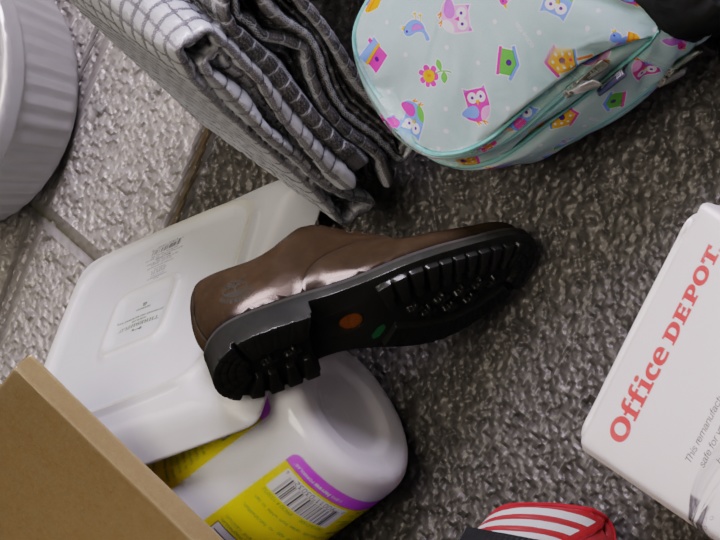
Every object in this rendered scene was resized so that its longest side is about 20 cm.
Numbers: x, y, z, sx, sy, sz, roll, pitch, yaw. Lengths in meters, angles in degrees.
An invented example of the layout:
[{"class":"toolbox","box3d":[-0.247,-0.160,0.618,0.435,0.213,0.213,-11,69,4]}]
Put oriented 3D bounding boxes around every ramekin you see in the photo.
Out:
[{"class":"ramekin","box3d":[-0.268,-0.116,1.756,0.201,0.094,0.204,-5,81,35]}]

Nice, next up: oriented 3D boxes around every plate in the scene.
[{"class":"plate","box3d":[-0.120,0.035,1.601,0.199,0.032,0.201,-22,35,34]}]

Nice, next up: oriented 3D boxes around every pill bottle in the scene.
[{"class":"pill bottle","box3d":[-0.074,0.131,1.582,0.200,0.104,0.105,-38,65,26]}]

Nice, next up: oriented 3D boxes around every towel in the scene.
[{"class":"towel","box3d":[-0.069,-0.128,1.543,0.086,0.200,0.165,-50,47,-3]}]

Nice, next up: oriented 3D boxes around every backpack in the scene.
[{"class":"backpack","box3d":[0.094,-0.143,1.480,0.200,0.126,0.168,-39,67,29]}]

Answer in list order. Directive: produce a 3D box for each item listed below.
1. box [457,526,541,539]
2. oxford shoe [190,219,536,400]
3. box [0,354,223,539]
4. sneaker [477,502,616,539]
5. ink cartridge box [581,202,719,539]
[{"class":"box","box3d":[0.130,0.225,1.358,0.159,0.044,0.201,7,131,28]},{"class":"oxford shoe","box3d":[0.000,0.000,1.511,0.073,0.199,0.085,95,155,-46]},{"class":"box","box3d":[-0.152,0.160,1.552,0.200,0.021,0.164,44,133,2]},{"class":"sneaker","box3d":[0.139,0.191,1.442,0.200,0.116,0.078,38,138,-2]},{"class":"ink cartridge box","box3d":[0.231,0.077,1.381,0.200,0.084,0.146,34,104,32]}]
